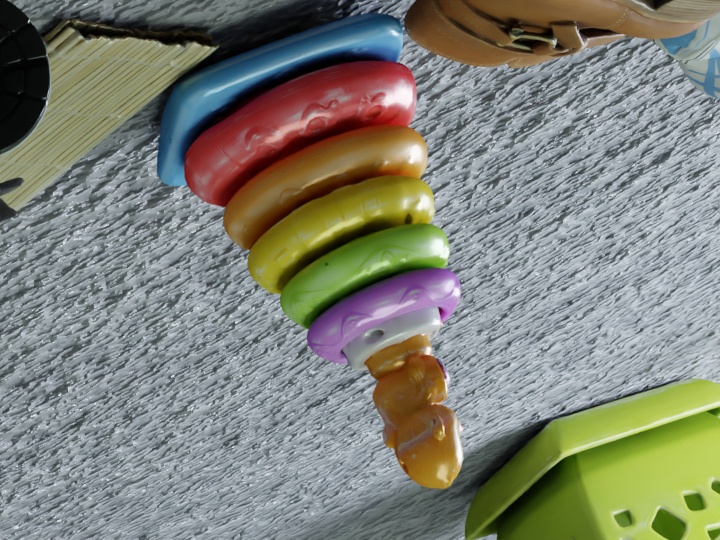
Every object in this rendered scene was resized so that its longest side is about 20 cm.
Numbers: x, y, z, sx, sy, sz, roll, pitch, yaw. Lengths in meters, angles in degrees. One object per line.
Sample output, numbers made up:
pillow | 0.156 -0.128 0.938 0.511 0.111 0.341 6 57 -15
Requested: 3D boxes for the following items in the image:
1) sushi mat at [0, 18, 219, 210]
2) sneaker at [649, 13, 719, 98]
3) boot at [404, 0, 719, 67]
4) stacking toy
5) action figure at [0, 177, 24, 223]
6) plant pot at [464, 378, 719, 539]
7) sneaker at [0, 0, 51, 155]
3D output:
sushi mat | -0.153 -0.045 1.225 0.200 0.012 0.096 -36 161 32
sneaker | 0.153 -0.126 1.344 0.072 0.072 0.200 8 171 9
boot | 0.055 -0.123 1.183 0.199 0.074 0.155 12 165 -28
stacking toy | 0.000 0.000 1.249 0.109 0.200 0.116 -20 164 -17
action figure | -0.210 -0.015 1.101 0.130 0.070 0.200 -29 180 32
plant pot | 0.204 0.199 2.178 0.199 0.182 0.200 -16 161 -30
sneaker | -0.207 -0.049 1.002 0.199 0.076 0.088 -3 175 -11
